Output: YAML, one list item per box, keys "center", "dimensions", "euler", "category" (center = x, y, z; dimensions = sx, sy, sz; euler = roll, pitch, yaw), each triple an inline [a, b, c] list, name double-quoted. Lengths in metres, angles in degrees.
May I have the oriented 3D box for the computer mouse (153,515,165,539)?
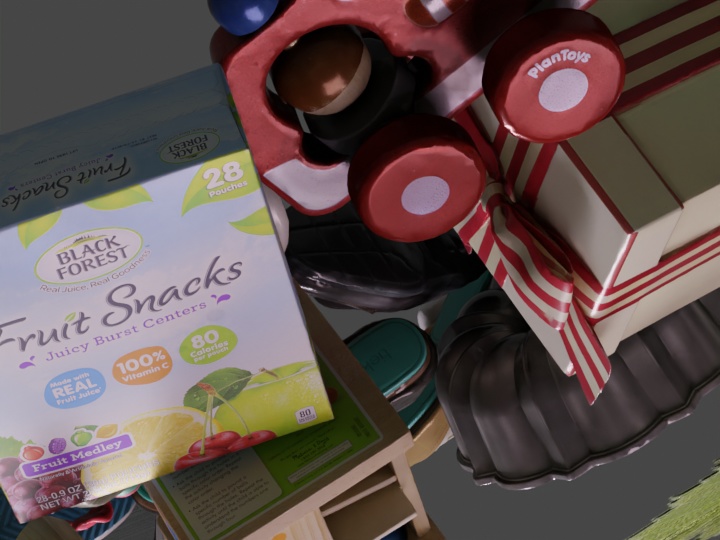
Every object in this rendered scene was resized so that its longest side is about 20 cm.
- center: [-0.085, 0.132, 1.480]
  dimensions: [0.109, 0.044, 0.200]
  euler: [-10, -172, 6]
  category: "computer mouse"

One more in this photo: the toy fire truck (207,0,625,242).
- center: [0.015, -0.118, 1.108]
  dimensions: [0.200, 0.112, 0.168]
  euler: [-37, 133, 15]
  category: "toy fire truck"

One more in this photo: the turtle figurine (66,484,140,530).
- center: [-0.166, 0.081, 1.291]
  dimensions: [0.150, 0.101, 0.200]
  euler: [-40, 151, 6]
  category: "turtle figurine"

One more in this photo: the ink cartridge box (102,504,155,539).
- center: [-0.122, 0.179, 1.508]
  dimensions: [0.095, 0.037, 0.200]
  euler: [-20, -172, -10]
  category: "ink cartridge box"

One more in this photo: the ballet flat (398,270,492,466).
- center: [0.062, 0.066, 1.519]
  dimensions: [0.063, 0.069, 0.200]
  euler: [36, 86, -29]
  category: "ballet flat"

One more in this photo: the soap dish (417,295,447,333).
- center: [0.140, 0.030, 1.629]
  dimensions: [0.200, 0.081, 0.157]
  euler: [-32, 160, -4]
  category: "soap dish"

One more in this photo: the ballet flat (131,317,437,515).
- center: [-0.041, 0.097, 1.399]
  dimensions: [0.200, 0.068, 0.068]
  euler: [-26, 159, -9]
  category: "ballet flat"

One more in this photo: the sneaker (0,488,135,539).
- center: [-0.224, 0.160, 1.427]
  dimensions: [0.200, 0.077, 0.081]
  euler: [-25, 168, -2]
  category: "sneaker"

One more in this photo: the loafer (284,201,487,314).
- center: [0.000, 0.000, 1.378]
  dimensions: [0.072, 0.073, 0.200]
  euler: [-37, 158, 26]
  category: "loafer"

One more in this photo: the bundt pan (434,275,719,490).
- center: [0.128, 0.039, 1.410]
  dimensions: [0.202, 0.076, 0.202]
  euler: [-28, -159, 12]
  category: "bundt pan"

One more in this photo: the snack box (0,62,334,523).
- center: [-0.116, 0.016, 1.119]
  dimensions: [0.168, 0.068, 0.200]
  euler: [-19, 137, -2]
  category: "snack box"

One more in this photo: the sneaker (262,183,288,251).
- center: [-0.089, 0.023, 1.281]
  dimensions: [0.088, 0.075, 0.200]
  euler: [-30, 146, -22]
  category: "sneaker"

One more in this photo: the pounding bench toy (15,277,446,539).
- center: [-0.073, 0.136, 1.252]
  dimensions: [0.200, 0.124, 0.156]
  euler: [-32, 144, -10]
  category: "pounding bench toy"

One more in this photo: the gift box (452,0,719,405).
- center: [0.138, -0.056, 1.286]
  dimensions: [0.187, 0.185, 0.200]
  euler: [-26, 153, -22]
  category: "gift box"
